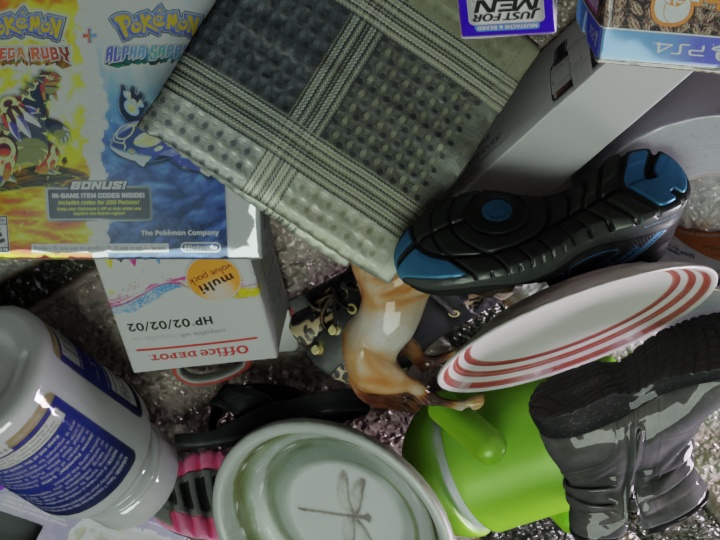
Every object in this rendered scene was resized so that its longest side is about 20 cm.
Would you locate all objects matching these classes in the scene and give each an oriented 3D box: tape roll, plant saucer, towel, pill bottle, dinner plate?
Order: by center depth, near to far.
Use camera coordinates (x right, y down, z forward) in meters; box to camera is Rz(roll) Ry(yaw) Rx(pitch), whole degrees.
[{"bbox_3d":[-0.011,-0.117,1.160,0.200,0.035,0.193,33,91,-10],"label":"towel"},{"bbox_3d":[0.142,0.034,1.204,0.199,0.024,0.200,-19,162,-6],"label":"dinner plate"},{"bbox_3d":[0.245,-0.046,1.241,0.199,0.066,0.201,4,131,4],"label":"tape roll"},{"bbox_3d":[-0.015,0.191,1.371,0.199,0.050,0.201,11,120,19],"label":"plant saucer"},{"bbox_3d":[-0.232,0.123,1.386,0.119,0.120,0.200,-20,142,22],"label":"pill bottle"}]

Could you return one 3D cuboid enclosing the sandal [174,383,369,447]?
[{"bbox_3d":[-0.070,0.107,1.406,0.200,0.048,0.075,-18,164,42],"label":"sandal"}]

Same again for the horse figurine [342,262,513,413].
[{"bbox_3d":[0.036,0.035,1.250,0.132,0.050,0.201,6,129,-14],"label":"horse figurine"}]

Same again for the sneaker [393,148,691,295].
[{"bbox_3d":[0.119,-0.012,1.164,0.199,0.073,0.082,-13,143,-10],"label":"sneaker"}]

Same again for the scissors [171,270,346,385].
[{"bbox_3d":[-0.063,0.040,1.383,0.199,0.014,0.073,-17,119,16],"label":"scissors"}]

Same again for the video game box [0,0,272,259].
[{"bbox_3d":[-0.161,-0.099,1.199,0.199,0.047,0.183,-1,99,7],"label":"video game box"}]

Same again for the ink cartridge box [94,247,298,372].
[{"bbox_3d":[-0.122,0.005,1.313,0.115,0.068,0.201,-6,126,12],"label":"ink cartridge box"}]

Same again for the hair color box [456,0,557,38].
[{"bbox_3d":[0.080,-0.249,1.053,0.064,0.110,0.201,-4,130,9],"label":"hair color box"}]

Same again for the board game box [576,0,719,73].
[{"bbox_3d":[0.182,-0.221,0.989,0.096,0.160,0.201,5,106,1],"label":"board game box"}]

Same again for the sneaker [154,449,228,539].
[{"bbox_3d":[-0.071,0.190,1.474,0.199,0.079,0.095,-6,157,6],"label":"sneaker"}]

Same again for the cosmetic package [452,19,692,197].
[{"bbox_3d":[0.141,-0.117,1.180,0.051,0.083,0.200,35,125,-20],"label":"cosmetic package"}]

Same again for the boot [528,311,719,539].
[{"bbox_3d":[0.227,0.113,1.274,0.199,0.070,0.132,-18,119,14],"label":"boot"}]

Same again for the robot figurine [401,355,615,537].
[{"bbox_3d":[0.119,0.135,1.376,0.199,0.116,0.175,-21,146,22],"label":"robot figurine"}]

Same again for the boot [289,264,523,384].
[{"bbox_3d":[0.000,0.000,1.299,0.200,0.073,0.151,29,123,-27],"label":"boot"}]

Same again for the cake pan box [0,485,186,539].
[{"bbox_3d":[-0.264,0.230,1.545,0.199,0.052,0.184,23,127,-13],"label":"cake pan box"}]
